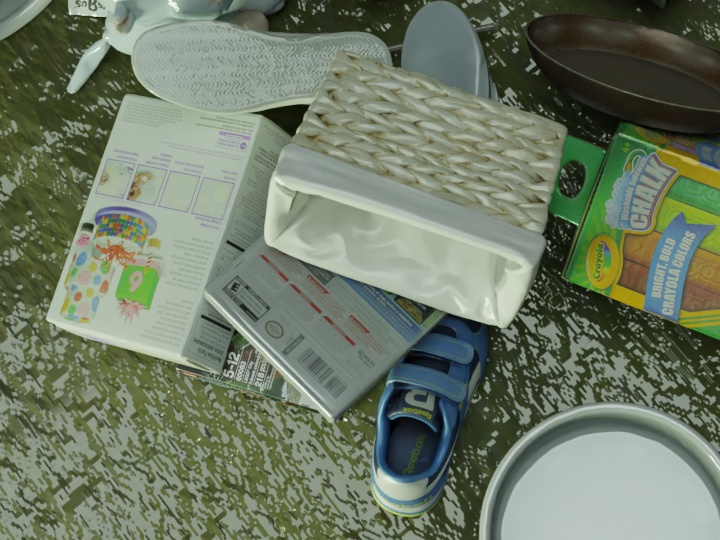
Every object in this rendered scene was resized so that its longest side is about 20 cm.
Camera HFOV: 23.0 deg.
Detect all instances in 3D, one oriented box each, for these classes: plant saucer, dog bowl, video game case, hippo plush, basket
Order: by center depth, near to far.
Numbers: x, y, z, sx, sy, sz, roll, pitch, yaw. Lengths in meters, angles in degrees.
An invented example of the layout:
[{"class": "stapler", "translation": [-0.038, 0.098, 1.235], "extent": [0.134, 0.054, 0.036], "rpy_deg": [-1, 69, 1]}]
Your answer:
[{"class": "basket", "translation": [0.043, -0.062, 1.297], "extent": [0.199, 0.136, 0.124], "rpy_deg": [19, 67, 2]}, {"class": "dog bowl", "translation": [0.191, 0.204, 1.336], "extent": [0.199, 0.079, 0.201], "rpy_deg": [-2, 77, 7]}, {"class": "video game case", "translation": [0.000, 0.000, 1.353], "extent": [0.200, 0.018, 0.143], "rpy_deg": [-43, 77, -16]}, {"class": "plant saucer", "translation": [0.220, -0.150, 1.370], "extent": [0.200, 0.200, 0.032], "rpy_deg": [19, 114, 10]}, {"class": "hippo plush", "translation": [-0.161, -0.248, 1.433], "extent": [0.199, 0.161, 0.160], "rpy_deg": [-3, 78, 6]}]

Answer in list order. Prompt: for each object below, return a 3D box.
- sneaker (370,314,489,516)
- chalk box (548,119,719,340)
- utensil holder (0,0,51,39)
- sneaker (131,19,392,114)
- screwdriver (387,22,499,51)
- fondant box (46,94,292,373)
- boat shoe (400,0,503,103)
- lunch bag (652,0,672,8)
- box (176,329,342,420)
[{"class": "sneaker", "translation": [0.055, 0.090, 1.376], "extent": [0.074, 0.082, 0.201], "rpy_deg": [9, 77, 10]}, {"class": "chalk box", "translation": [0.231, -0.043, 1.342], "extent": [0.199, 0.124, 0.125], "rpy_deg": [20, 109, 10]}, {"class": "utensil holder", "translation": [-0.355, -0.310, 1.468], "extent": [0.170, 0.170, 0.200], "rpy_deg": [-41, 75, -3]}, {"class": "sneaker", "translation": [-0.082, -0.157, 1.402], "extent": [0.199, 0.116, 0.074], "rpy_deg": [2, 92, -8]}, {"class": "screwdriver", "translation": [0.018, -0.179, 1.467], "extent": [0.199, 0.028, 0.029], "rpy_deg": [-7, 108, 5]}, {"class": "fondant box", "translation": [-0.151, -0.032, 1.413], "extent": [0.144, 0.058, 0.201], "rpy_deg": [12, 78, 33]}, {"class": "boat shoe", "translation": [0.084, -0.116, 1.426], "extent": [0.073, 0.065, 0.201], "rpy_deg": [-12, 82, 24]}, {"class": "lunch bag", "translation": [0.225, -0.322, 1.427], "extent": [0.164, 0.118, 0.200], "rpy_deg": [34, 79, 11]}, {"class": "box", "translation": [-0.053, 0.006, 1.428], "extent": [0.136, 0.038, 0.201], "rpy_deg": [15, 80, 10]}]
